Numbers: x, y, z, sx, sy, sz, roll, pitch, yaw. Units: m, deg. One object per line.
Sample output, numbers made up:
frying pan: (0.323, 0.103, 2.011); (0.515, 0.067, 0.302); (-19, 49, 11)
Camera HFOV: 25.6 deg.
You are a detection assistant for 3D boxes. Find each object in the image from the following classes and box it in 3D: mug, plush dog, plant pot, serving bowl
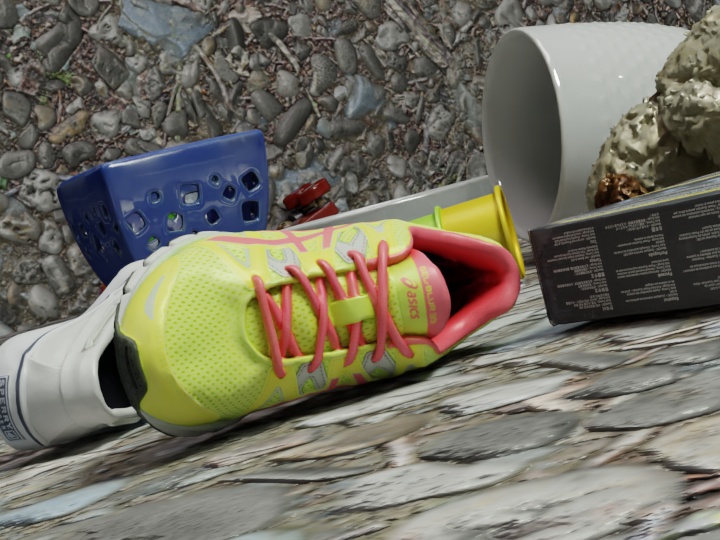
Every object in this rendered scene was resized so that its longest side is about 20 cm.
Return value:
mug: (0.184, -0.115, 1.128); (0.174, 0.149, 0.200); (-6, 35, -16)
plush dog: (0.195, -0.076, 0.877); (0.172, 0.161, 0.200); (-43, -13, 27)
plant pot: (-0.211, -0.045, 1.809); (0.199, 0.181, 0.200); (-17, 3, -26)
serving bowl: (0.022, -0.024, 1.314); (0.198, 0.066, 0.200); (-15, 2, 1)

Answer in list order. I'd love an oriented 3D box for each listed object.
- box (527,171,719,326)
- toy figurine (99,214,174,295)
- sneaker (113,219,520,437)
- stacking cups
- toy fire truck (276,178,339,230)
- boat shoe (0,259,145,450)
box: (0.192, -0.027, 0.639); (0.160, 0.050, 0.199); (-15, 2, -39)
toy figurine: (-0.401, 0.007, 2.775); (0.200, 0.150, 0.184); (-47, 8, -36)
sneaker: (-0.011, 0.013, 0.637); (0.090, 0.079, 0.199); (-9, 5, 43)
stacking cups: (0.000, 0.000, 0.991); (0.198, 0.061, 0.060); (-14, 3, 11)
toy fire truck: (-0.120, -0.080, 2.997); (0.168, 0.113, 0.200); (-36, 9, -20)
boat shoe: (-0.103, 0.039, 0.780); (0.065, 0.074, 0.200); (-8, 15, 22)
